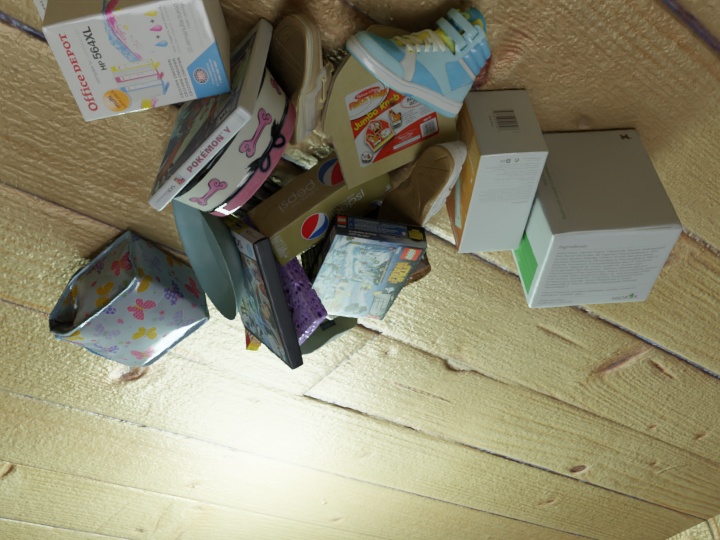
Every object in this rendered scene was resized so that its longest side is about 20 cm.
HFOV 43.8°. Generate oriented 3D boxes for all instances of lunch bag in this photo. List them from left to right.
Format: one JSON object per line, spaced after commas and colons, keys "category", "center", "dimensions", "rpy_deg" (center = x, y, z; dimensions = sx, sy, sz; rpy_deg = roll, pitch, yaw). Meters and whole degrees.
{"category": "lunch bag", "center": [-0.365, 0.058, 1.400], "dimensions": [0.199, 0.128, 0.169], "rpy_deg": [-38, 138, 17]}

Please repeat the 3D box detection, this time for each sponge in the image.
{"category": "sponge", "center": [-0.127, 0.009, 1.335], "dimensions": [0.030, 0.202, 0.112], "rpy_deg": [-21, 164, -38]}

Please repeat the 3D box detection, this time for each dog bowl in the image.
{"category": "dog bowl", "center": [-0.156, -0.156, 1.103], "dimensions": [0.073, 0.202, 0.199], "rpy_deg": [36, 125, -26]}

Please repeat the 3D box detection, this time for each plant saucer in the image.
{"category": "plant saucer", "center": [-0.211, -0.028, 1.290], "dimensions": [0.038, 0.202, 0.203], "rpy_deg": [-26, 148, -23]}

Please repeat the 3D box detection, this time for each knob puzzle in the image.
{"category": "knob puzzle", "center": [0.033, -0.230, 1.178], "dimensions": [0.216, 0.031, 0.223], "rpy_deg": [-14, 126, -20]}

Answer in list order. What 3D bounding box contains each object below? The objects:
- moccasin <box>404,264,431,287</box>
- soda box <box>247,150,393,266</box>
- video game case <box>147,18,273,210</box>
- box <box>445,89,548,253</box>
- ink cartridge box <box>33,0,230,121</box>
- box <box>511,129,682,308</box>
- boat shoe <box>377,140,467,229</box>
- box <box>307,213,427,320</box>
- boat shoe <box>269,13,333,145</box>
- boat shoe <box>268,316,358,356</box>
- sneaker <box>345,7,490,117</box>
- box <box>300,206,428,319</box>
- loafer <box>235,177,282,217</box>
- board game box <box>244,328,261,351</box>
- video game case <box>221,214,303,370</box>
{"category": "moccasin", "center": [0.023, 0.022, 1.496], "dimensions": [0.199, 0.074, 0.078], "rpy_deg": [-29, 132, 7]}
{"category": "soda box", "center": [-0.056, -0.100, 1.261], "dimensions": [0.198, 0.068, 0.064], "rpy_deg": [-35, 143, -7]}
{"category": "video game case", "center": [-0.178, -0.189, 1.070], "dimensions": [0.023, 0.202, 0.181], "rpy_deg": [34, 125, -26]}
{"category": "box", "center": [0.187, -0.138, 1.281], "dimensions": [0.095, 0.126, 0.202], "rpy_deg": [-4, 142, -8]}
{"category": "ink cartridge box", "center": [-0.256, -0.266, 1.003], "dimensions": [0.196, 0.127, 0.130], "rpy_deg": [-12, 136, 2]}
{"category": "box", "center": [0.332, -0.077, 1.331], "dimensions": [0.196, 0.202, 0.173], "rpy_deg": [-3, 142, -9]}
{"category": "boat shoe", "center": [0.093, -0.109, 1.273], "dimensions": [0.069, 0.071, 0.200], "rpy_deg": [-29, 167, -41]}
{"category": "box", "center": [0.000, 0.000, 1.303], "dimensions": [0.134, 0.041, 0.201], "rpy_deg": [8, 144, -16]}
{"category": "boat shoe", "center": [-0.070, -0.248, 1.132], "dimensions": [0.069, 0.074, 0.201], "rpy_deg": [-33, 159, -26]}
{"category": "boat shoe", "center": [-0.089, 0.112, 1.529], "dimensions": [0.199, 0.071, 0.071], "rpy_deg": [-19, 165, -44]}
{"category": "sneaker", "center": [0.080, -0.280, 1.097], "dimensions": [0.198, 0.080, 0.131], "rpy_deg": [15, 119, -45]}
{"category": "box", "center": [0.003, -0.016, 1.411], "dimensions": [0.198, 0.101, 0.075], "rpy_deg": [-29, 139, 22]}
{"category": "loafer", "center": [-0.177, -0.127, 1.256], "dimensions": [0.197, 0.073, 0.063], "rpy_deg": [17, 129, -28]}
{"category": "board game box", "center": [-0.148, 0.035, 1.443], "dimensions": [0.029, 0.097, 0.201], "rpy_deg": [10, 138, -25]}
{"category": "video game case", "center": [-0.153, 0.023, 1.298], "dimensions": [0.025, 0.180, 0.203], "rpy_deg": [-24, 118, -22]}
